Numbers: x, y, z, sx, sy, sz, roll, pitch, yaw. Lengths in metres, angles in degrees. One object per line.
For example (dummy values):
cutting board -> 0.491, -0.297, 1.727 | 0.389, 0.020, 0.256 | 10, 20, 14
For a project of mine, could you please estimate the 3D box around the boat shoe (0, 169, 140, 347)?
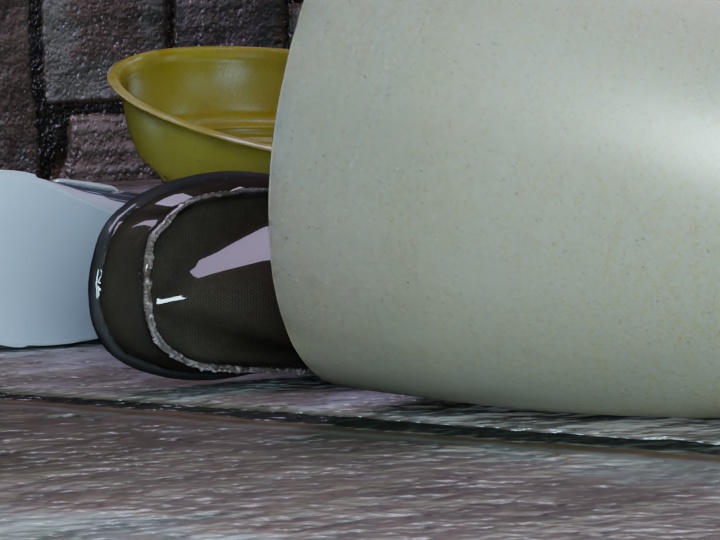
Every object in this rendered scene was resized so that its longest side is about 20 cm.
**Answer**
boat shoe -> -0.121, -0.007, 1.112 | 0.199, 0.072, 0.068 | -1, 5, -34

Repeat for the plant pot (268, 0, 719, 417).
plant pot -> 0.104, -0.030, 0.777 | 0.199, 0.188, 0.187 | 16, 11, 25

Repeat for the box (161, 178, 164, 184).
box -> 0.009, -0.055, 1.400 | 0.199, 0.124, 0.198 | -2, 2, 9

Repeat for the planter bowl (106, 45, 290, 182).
planter bowl -> -0.009, -0.028, 1.066 | 0.200, 0.084, 0.200 | 9, 15, -2

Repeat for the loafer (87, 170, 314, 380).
loafer -> 0.000, 0.000, 0.920 | 0.199, 0.073, 0.071 | -4, 2, -33
